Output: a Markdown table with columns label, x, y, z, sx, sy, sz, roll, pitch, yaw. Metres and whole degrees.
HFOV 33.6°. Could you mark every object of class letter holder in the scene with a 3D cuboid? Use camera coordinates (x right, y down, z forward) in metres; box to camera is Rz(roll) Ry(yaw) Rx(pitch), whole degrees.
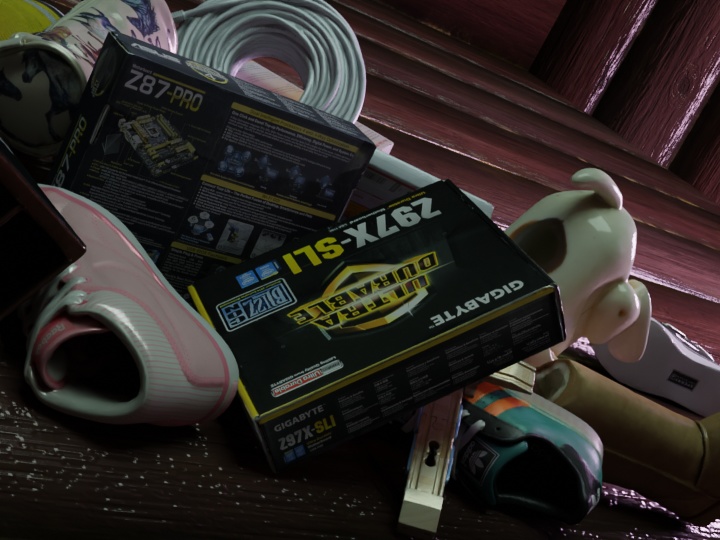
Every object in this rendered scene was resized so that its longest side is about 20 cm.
| label | x | y | z | sx | sy | sz | roll | pitch | yaw |
| --- | --- | --- | --- | --- | --- | --- | --- | --- | --- |
| letter holder | -0.268 | -0.042 | 0.664 | 0.200 | 0.142 | 0.101 | 42 | -10 | 44 |

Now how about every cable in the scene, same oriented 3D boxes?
| label | x | y | z | sx | sy | sz | roll | pitch | yaw |
| --- | --- | --- | --- | --- | --- | --- | --- | --- | --- |
| cable | -0.094 | -0.186 | 1.182 | 0.201 | 0.198 | 0.069 | 61 | -14 | 13 |

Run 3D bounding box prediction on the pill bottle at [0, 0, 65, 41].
| label | x | y | z | sx | sy | sz | roll | pitch | yaw |
| --- | --- | --- | --- | --- | --- | --- | --- | --- | --- |
| pill bottle | -0.289 | -0.143 | 0.863 | 0.111 | 0.113 | 0.200 | 31 | 17 | 8 |

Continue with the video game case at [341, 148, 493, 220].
| label | x | y | z | sx | sy | sz | roll | pitch | yaw |
| --- | --- | --- | --- | --- | --- | --- | --- | --- | --- |
| video game case | 0.014 | -0.049 | 1.033 | 0.142 | 0.018 | 0.200 | 25 | -21 | -11 |

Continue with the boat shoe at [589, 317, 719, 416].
| label | x | y | z | sx | sy | sz | roll | pitch | yaw |
| --- | --- | --- | --- | --- | --- | --- | --- | --- | --- |
| boat shoe | 0.304 | 0.089 | 1.228 | 0.199 | 0.071 | 0.064 | 30 | 16 | -24 |

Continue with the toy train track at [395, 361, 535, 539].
| label | x | y | z | sx | sy | sz | roll | pitch | yaw |
| --- | --- | --- | --- | --- | --- | --- | --- | --- | --- |
| toy train track | 0.055 | 0.078 | 0.761 | 0.113 | 0.033 | 0.201 | 15 | 46 | 2 |

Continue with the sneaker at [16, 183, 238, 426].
| label | x | y | z | sx | sy | sz | roll | pitch | yaw |
| --- | --- | --- | --- | --- | --- | --- | --- | --- | --- |
| sneaker | -0.164 | 0.015 | 0.671 | 0.200 | 0.076 | 0.104 | 39 | 14 | 18 |

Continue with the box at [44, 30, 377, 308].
| label | x | y | z | sx | sy | sz | roll | pitch | yaw |
| --- | --- | --- | --- | --- | --- | --- | --- | --- | --- |
| box | -0.107 | -0.050 | 0.806 | 0.199 | 0.162 | 0.049 | 15 | 21 | -35 |

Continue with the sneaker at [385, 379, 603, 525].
| label | x | y | z | sx | sy | sz | roll | pitch | yaw |
| --- | --- | --- | --- | --- | --- | --- | --- | --- | --- |
| sneaker | 0.074 | 0.106 | 0.802 | 0.198 | 0.072 | 0.080 | 24 | 22 | 1 |

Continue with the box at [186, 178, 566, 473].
| label | x | y | z | sx | sy | sz | roll | pitch | yaw |
| --- | --- | --- | --- | --- | --- | --- | --- | --- | --- |
| box | 0.005 | 0.026 | 0.758 | 0.198 | 0.050 | 0.160 | -23 | 33 | -10 |

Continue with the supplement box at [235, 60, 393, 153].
| label | x | y | z | sx | sy | sz | roll | pitch | yaw |
| --- | --- | --- | --- | --- | --- | --- | --- | --- | --- |
| supplement box | -0.074 | -0.148 | 1.281 | 0.199 | 0.074 | 0.126 | 31 | 17 | 6 |

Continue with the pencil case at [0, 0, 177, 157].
| label | x | y | z | sx | sy | sz | roll | pitch | yaw |
| --- | --- | --- | --- | --- | --- | --- | --- | --- | --- |
| pencil case | -0.196 | -0.150 | 0.843 | 0.090 | 0.077 | 0.200 | 65 | 20 | -19 |

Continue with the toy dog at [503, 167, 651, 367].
| label | x | y | z | sx | sy | sz | roll | pitch | yaw |
| --- | --- | --- | --- | --- | --- | --- | --- | --- | --- |
| toy dog | 0.129 | 0.025 | 0.953 | 0.199 | 0.195 | 0.140 | -22 | 59 | -26 |

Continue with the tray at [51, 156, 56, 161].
| label | x | y | z | sx | sy | sz | roll | pitch | yaw |
| --- | --- | --- | --- | --- | --- | --- | --- | --- | --- |
| tray | -0.146 | -0.051 | 0.960 | 0.199 | 0.037 | 0.098 | 38 | 19 | 23 |

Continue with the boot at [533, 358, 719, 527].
| label | x | y | z | sx | sy | sz | roll | pitch | yaw |
| --- | --- | --- | --- | --- | --- | --- | --- | --- | --- |
| boot | 0.222 | 0.110 | 0.874 | 0.199 | 0.176 | 0.066 | 25 | 32 | -22 |
